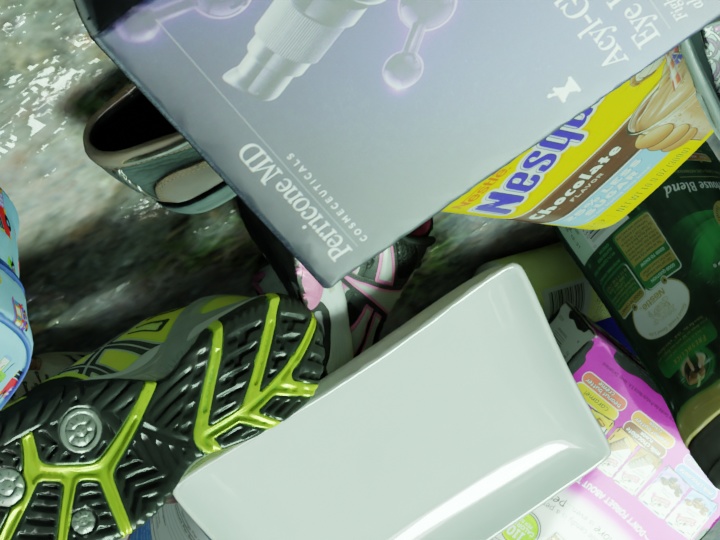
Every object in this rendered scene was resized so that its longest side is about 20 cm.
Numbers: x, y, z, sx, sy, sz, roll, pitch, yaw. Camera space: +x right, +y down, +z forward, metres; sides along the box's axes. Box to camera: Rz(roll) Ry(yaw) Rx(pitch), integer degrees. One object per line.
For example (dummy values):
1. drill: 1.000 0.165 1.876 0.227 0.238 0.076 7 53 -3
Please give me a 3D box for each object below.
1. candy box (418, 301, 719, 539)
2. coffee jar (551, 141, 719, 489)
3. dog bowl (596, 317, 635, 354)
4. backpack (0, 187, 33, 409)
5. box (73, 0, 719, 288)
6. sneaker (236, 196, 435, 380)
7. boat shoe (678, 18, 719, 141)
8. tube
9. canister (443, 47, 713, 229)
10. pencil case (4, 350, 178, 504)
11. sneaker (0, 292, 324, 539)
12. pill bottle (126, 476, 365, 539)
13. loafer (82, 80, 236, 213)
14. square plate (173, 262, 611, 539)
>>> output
1. candy box: 0.105 0.138 1.292 0.136 0.061 0.200 38 96 -21
2. coffee jar: 0.189 0.023 1.243 0.104 0.201 0.085 1 143 -50
3. dog bowl: 0.093 0.096 1.433 0.199 0.079 0.200 -25 156 -12
4. backpack: -0.213 0.046 0.916 0.199 0.135 0.183 -32 158 -1
5. box: 0.016 -0.117 0.821 0.199 0.105 0.148 -36 127 11
6. sneaker: 0.000 0.000 1.138 0.086 0.081 0.200 -31 160 -11
7. boat shoe: 0.158 -0.123 0.961 0.070 0.072 0.202 -16 120 14
8. tube: 0.152 0.000 1.353 0.199 0.052 0.058 -15 -175 -35
9. canister: 0.081 -0.086 1.043 0.149 0.087 0.199 -46 154 24
10. pencil case: -0.136 0.072 1.127 0.077 0.090 0.199 -11 172 40
11. sneaker: -0.110 0.070 1.048 0.199 0.076 0.076 -24 -164 -30
12. pill bottle: -0.054 0.129 1.284 0.112 0.113 0.200 -13 154 -33
13. loafer: -0.029 -0.092 0.934 0.200 0.072 0.063 -39 149 25
14. square plate: 0.019 0.094 1.172 0.197 0.029 0.200 -33 142 -1
